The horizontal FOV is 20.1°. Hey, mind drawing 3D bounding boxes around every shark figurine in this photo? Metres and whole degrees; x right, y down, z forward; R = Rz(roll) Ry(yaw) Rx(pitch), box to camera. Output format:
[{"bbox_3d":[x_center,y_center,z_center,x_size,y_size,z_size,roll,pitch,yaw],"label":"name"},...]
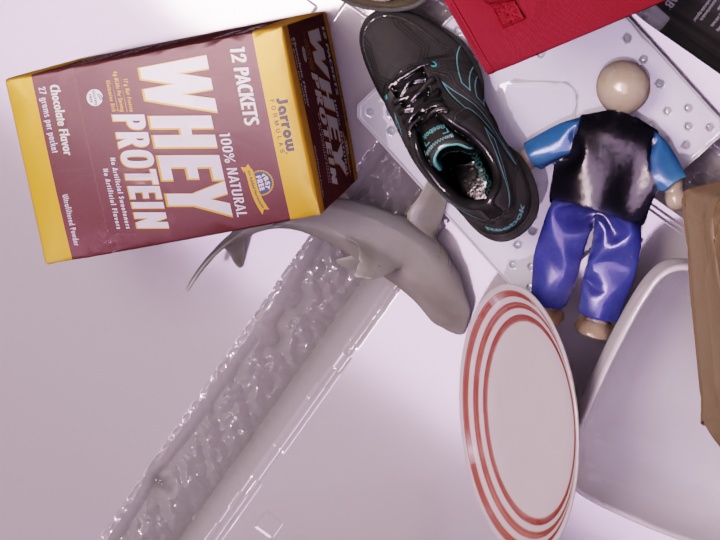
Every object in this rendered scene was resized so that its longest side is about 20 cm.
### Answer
[{"bbox_3d":[-0.015,-0.015,1.517,0.214,0.090,0.128,13,124,1],"label":"shark figurine"}]

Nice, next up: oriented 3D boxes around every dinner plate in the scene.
[{"bbox_3d":[0.121,0.109,1.492,0.024,0.200,0.201,-3,101,-20],"label":"dinner plate"}]

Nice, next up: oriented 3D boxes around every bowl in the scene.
[{"bbox_3d":[0.258,0.094,1.498,0.200,0.075,0.200,21,103,-14],"label":"bowl"}]

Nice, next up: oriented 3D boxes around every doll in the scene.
[{"bbox_3d":[0.170,-0.056,1.489,0.136,0.048,0.200,16,102,11],"label":"doll"}]

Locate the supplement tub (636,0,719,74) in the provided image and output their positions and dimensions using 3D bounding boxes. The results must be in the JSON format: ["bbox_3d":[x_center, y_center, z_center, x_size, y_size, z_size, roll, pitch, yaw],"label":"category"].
[{"bbox_3d":[0.302,-0.179,1.436,0.200,0.123,0.123,35,103,1],"label":"supplement tub"}]

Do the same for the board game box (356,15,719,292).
[{"bbox_3d":[0.133,-0.114,1.523,0.200,0.026,0.200,-42,91,13],"label":"board game box"}]

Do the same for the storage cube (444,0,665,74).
[{"bbox_3d":[0.126,-0.272,1.351,0.180,0.200,0.171,-21,126,19],"label":"storage cube"}]

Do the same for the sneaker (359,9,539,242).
[{"bbox_3d":[0.060,-0.113,1.467,0.075,0.079,0.200,-39,74,15],"label":"sneaker"}]

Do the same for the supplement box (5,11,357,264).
[{"bbox_3d":[-0.122,-0.101,1.476,0.200,0.197,0.133,-10,99,10],"label":"supplement box"}]

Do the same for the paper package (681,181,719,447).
[{"bbox_3d":[0.333,0.019,1.398,0.200,0.103,0.191,-10,106,-8],"label":"paper package"}]

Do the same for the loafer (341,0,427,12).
[{"bbox_3d":[-0.034,-0.241,1.480,0.200,0.070,0.075,20,98,21],"label":"loafer"}]
